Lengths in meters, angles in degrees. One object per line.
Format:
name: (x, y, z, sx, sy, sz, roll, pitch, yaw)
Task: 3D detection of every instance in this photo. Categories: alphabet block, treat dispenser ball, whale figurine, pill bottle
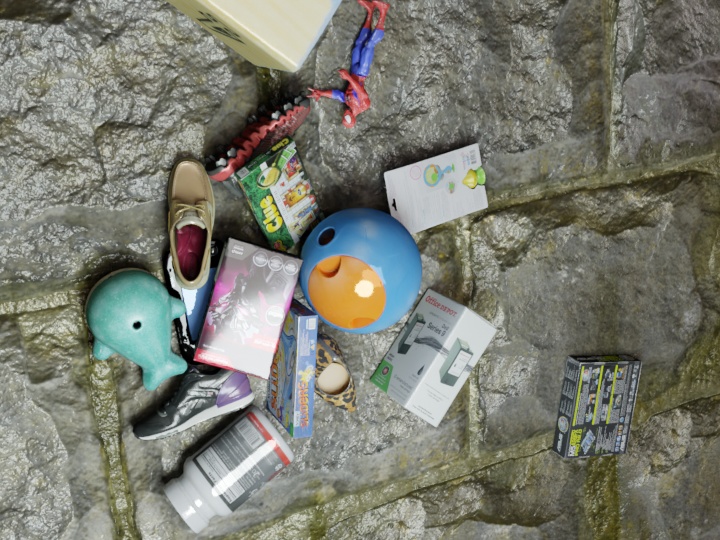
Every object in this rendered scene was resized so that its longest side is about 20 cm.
alphabet block: (-0.150, -0.421, 1.401, 0.199, 0.196, 0.196, 33, 86, -29)
treat dispenser ball: (0.000, 0.000, 1.581, 0.199, 0.201, 0.203, -7, 106, -24)
whale figurine: (-0.332, 0.096, 1.497, 0.158, 0.104, 0.201, -28, 115, -14)
pill bottle: (-0.216, 0.325, 1.609, 0.200, 0.116, 0.116, -39, 116, -11)

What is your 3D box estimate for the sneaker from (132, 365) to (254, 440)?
sneaker: (-0.276, 0.200, 1.574, 0.198, 0.076, 0.088, -21, 100, -13)

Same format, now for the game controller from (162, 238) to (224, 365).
game controller: (-0.249, 0.051, 1.563, 0.103, 0.042, 0.202, -16, 109, -22)

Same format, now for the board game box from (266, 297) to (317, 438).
board game box: (-0.113, 0.152, 1.603, 0.034, 0.135, 0.202, -2, 103, -24)

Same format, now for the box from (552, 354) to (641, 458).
box: (0.474, 0.271, 1.972, 0.159, 0.044, 0.202, 1, 103, -26)

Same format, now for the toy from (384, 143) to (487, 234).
toy: (0.124, -0.139, 1.693, 0.198, 0.047, 0.116, -19, 108, -24)

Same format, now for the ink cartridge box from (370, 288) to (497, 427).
ink cartridge box: (0.125, 0.146, 1.712, 0.084, 0.146, 0.201, 34, 87, -27)

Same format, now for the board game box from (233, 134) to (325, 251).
board game box: (-0.122, -0.113, 1.541, 0.104, 0.023, 0.201, -36, 145, -11)

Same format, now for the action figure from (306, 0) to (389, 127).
action figure: (-0.021, -0.330, 1.562, 0.098, 0.065, 0.202, 2, 101, -35)

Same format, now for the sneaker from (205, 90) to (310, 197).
sneaker: (-0.145, -0.192, 1.535, 0.200, 0.071, 0.098, -45, 122, -11)

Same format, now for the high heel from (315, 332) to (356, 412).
high heel: (-0.039, 0.183, 1.641, 0.071, 0.142, 0.201, -38, 116, -13)

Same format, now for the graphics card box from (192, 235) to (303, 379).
graphics card box: (-0.175, 0.058, 1.532, 0.124, 0.051, 0.202, 17, 92, -13)

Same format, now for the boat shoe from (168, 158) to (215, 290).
boat shoe: (-0.254, -0.072, 1.492, 0.073, 0.066, 0.202, -5, 89, -10)
